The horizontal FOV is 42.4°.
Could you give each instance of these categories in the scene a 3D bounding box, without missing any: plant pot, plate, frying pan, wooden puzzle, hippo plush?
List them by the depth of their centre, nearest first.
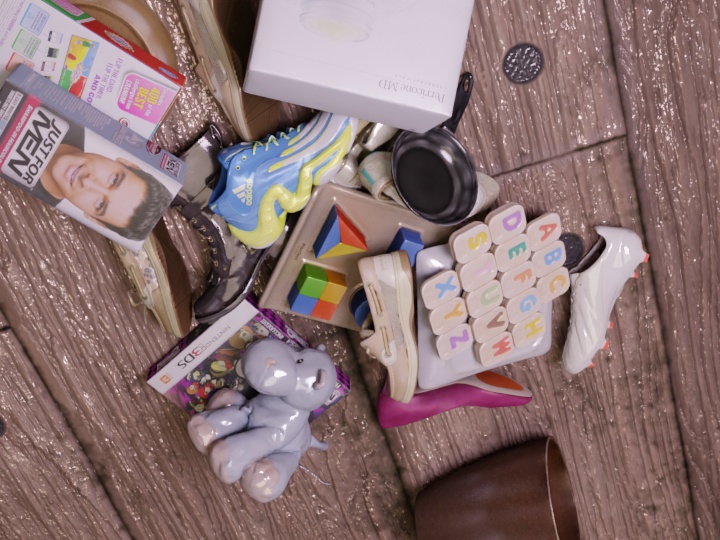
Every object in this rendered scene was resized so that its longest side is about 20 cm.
[{"bbox_3d":[0.076,-0.137,1.009,0.115,0.191,0.031,8,160,-31],"label":"frying pan"},{"bbox_3d":[-0.300,-0.217,1.015,0.199,0.028,0.201,-1,118,-2],"label":"plant pot"},{"bbox_3d":[0.000,0.000,1.107,0.199,0.046,0.186,13,121,-27],"label":"wooden puzzle"},{"bbox_3d":[-0.093,0.173,1.119,0.199,0.159,0.161,23,114,-15],"label":"hippo plush"},{"bbox_3d":[0.164,0.048,1.147,0.199,0.032,0.201,-14,121,-21],"label":"plate"},{"bbox_3d":[0.182,0.336,1.271,0.199,0.187,0.187,-13,119,19],"label":"plant pot"}]

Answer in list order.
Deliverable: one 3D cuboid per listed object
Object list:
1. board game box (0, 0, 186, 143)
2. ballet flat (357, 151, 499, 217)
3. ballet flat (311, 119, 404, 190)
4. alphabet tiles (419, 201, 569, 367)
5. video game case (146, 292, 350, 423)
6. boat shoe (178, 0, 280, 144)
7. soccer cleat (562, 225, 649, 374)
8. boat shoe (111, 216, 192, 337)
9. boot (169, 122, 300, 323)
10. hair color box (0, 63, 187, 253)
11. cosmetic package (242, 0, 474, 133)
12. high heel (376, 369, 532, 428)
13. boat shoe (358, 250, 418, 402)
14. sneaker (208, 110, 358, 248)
[{"bbox_3d":[-0.311,-0.194,0.988,0.200,0.040,0.153,31,112,-19],"label":"board game box"},{"bbox_3d":[0.085,-0.085,1.057,0.199,0.062,0.068,8,128,-31],"label":"ballet flat"},{"bbox_3d":[-0.001,-0.142,1.055,0.076,0.064,0.200,32,112,-18],"label":"ballet flat"},{"bbox_3d":[0.165,0.021,1.101,0.195,0.015,0.201,-28,125,-15],"label":"alphabet tiles"},{"bbox_3d":[-0.144,0.143,1.210,0.181,0.036,0.200,-39,114,16],"label":"video game case"},{"bbox_3d":[-0.143,-0.223,1.006,0.065,0.072,0.200,11,137,31],"label":"boat shoe"},{"bbox_3d":[0.289,0.035,1.171,0.077,0.069,0.201,18,108,-8],"label":"soccer cleat"},{"bbox_3d":[-0.255,-0.010,1.107,0.062,0.073,0.201,-13,107,10],"label":"boat shoe"},{"bbox_3d":[-0.182,-0.054,1.092,0.174,0.069,0.200,39,100,-20],"label":"boot"},{"bbox_3d":[-0.294,-0.115,0.973,0.200,0.061,0.099,31,112,-19],"label":"hair color box"},{"bbox_3d":[0.001,-0.260,0.917,0.199,0.123,0.201,11,90,-10],"label":"cosmetic package"},{"bbox_3d":[0.123,0.177,1.229,0.199,0.067,0.097,11,109,7],"label":"high heel"},{"bbox_3d":[0.030,0.070,1.089,0.065,0.072,0.201,-7,122,-4],"label":"boat shoe"},{"bbox_3d":[-0.090,-0.120,1.006,0.105,0.076,0.200,32,99,-30],"label":"sneaker"}]
